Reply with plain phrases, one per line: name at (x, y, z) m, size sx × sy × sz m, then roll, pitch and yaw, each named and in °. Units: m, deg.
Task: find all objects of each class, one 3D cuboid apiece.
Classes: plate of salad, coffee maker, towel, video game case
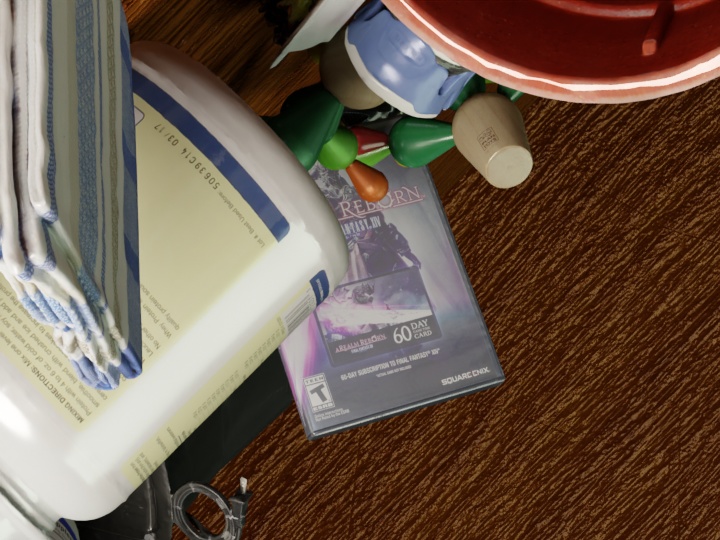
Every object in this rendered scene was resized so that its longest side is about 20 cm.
plate of salad at (0.013, -0.183, 0.788) m, size 0.200 × 0.048 × 0.200 m, roll -48°, pitch -173°, yaw 8°
coffee maker at (-0.121, 0.095, 1.065) m, size 0.200 × 0.191 × 0.135 m, roll -44°, pitch 160°, yaw -53°
towel at (-0.092, -0.048, 0.495) m, size 0.024 × 0.148 × 0.200 m, roll -3°, pitch 166°, yaw -1°
video game case at (0.000, 0.000, 1.066) m, size 0.142 × 0.202 × 0.019 m, roll -14°, pitch 165°, yaw -20°

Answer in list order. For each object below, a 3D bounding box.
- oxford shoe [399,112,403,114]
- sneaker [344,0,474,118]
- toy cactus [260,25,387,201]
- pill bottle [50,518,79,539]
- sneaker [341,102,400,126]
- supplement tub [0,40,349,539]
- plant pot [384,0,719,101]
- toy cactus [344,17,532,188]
oxford shoe at (0.040, -0.158, 1.282) m, size 0.200 × 0.074 × 0.058 m, roll 116°, pitch -24°, yaw -52°
sneaker at (0.079, -0.160, 0.785) m, size 0.115 × 0.081 × 0.200 m, roll -41°, pitch -171°, yaw 40°
toy cactus at (-0.015, -0.090, 0.911) m, size 0.200 × 0.103 × 0.165 m, roll -38°, pitch 179°, yaw -42°
pill bottle at (-0.217, 0.187, 0.908) m, size 0.112 × 0.112 × 0.201 m, roll -47°, pitch -153°, yaw 18°
sneaker at (0.004, -0.110, 1.154) m, size 0.200 × 0.082 × 0.073 m, roll -50°, pitch 171°, yaw 27°
supplement tub at (-0.119, 0.015, 0.693) m, size 0.200 × 0.145 × 0.145 m, roll -44°, pitch 176°, yaw -13°
plant pot at (0.108, -0.198, 0.610) m, size 0.201 × 0.200 × 0.195 m, roll -49°, pitch -178°, yaw 39°
toy cactus at (0.070, -0.118, 1.019) m, size 0.199 × 0.103 × 0.166 m, roll -28°, pitch -142°, yaw 4°
